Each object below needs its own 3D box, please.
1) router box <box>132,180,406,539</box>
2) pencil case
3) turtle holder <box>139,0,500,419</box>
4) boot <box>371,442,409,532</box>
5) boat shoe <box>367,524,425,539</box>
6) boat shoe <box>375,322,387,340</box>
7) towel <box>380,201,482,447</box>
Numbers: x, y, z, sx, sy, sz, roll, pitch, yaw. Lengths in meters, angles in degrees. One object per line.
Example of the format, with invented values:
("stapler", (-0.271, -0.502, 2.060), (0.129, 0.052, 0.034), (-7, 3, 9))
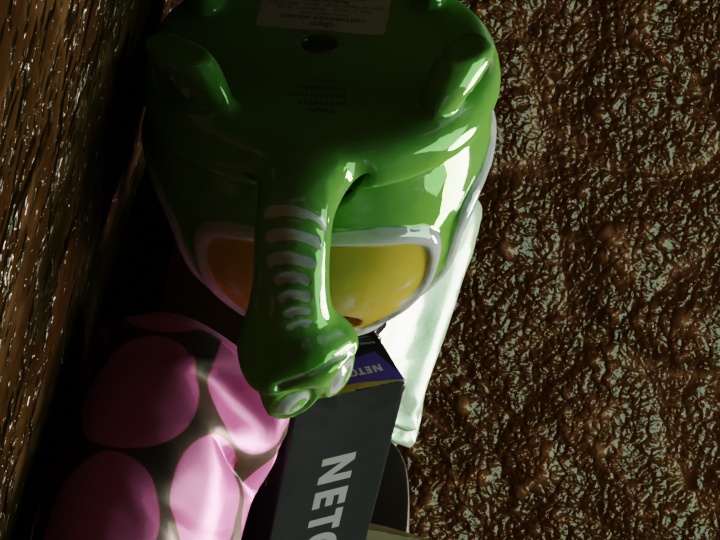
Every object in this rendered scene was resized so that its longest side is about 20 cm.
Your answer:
("router box", (-0.052, 0.069, 0.928), (0.158, 0.052, 0.201), (57, -33, 39))
("pencil case", (-0.080, 0.119, 0.767), (0.091, 0.093, 0.201), (-34, -143, 55))
("turtle holder", (-0.008, -0.037, 0.791), (0.186, 0.140, 0.133), (-127, -150, -46))
("boot", (0.013, 0.196, 1.203), (0.200, 0.064, 0.188), (33, 68, -70))
("boat shoe", (-0.037, 0.157, 1.033), (0.065, 0.199, 0.072), (-48, 145, -57))
("boat shoe", (-0.018, 0.020, 0.988), (0.072, 0.064, 0.202), (-133, -146, -74))
("towel", (0.000, 0.000, 1.108), (0.200, 0.023, 0.154), (34, 71, -55))
